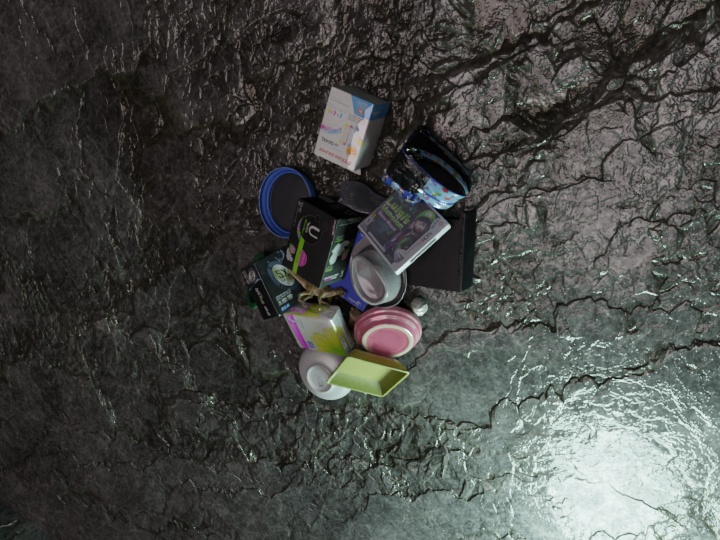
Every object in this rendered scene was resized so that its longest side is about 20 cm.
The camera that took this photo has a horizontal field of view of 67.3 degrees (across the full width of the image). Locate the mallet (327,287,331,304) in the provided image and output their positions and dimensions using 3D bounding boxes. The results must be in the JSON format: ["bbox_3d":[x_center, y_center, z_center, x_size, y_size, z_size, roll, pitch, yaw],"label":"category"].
[{"bbox_3d":[-0.082,0.064,1.641,0.065,0.041,0.204,21,111,17],"label":"mallet"}]

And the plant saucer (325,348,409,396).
[{"bbox_3d":[0.019,0.299,1.608,0.196,0.049,0.201,17,143,-15],"label":"plant saucer"}]

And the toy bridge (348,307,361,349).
[{"bbox_3d":[-0.012,0.195,1.636,0.067,0.027,0.204,40,144,50],"label":"toy bridge"}]

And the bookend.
[{"bbox_3d":[0.198,-0.060,1.440,0.196,0.092,0.204,7,102,30],"label":"bookend"}]

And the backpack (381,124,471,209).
[{"bbox_3d":[0.175,-0.235,1.349,0.198,0.184,0.135,36,127,-5],"label":"backpack"}]

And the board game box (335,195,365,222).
[{"bbox_3d":[-0.037,-0.093,1.561,0.152,0.040,0.202,-36,91,29],"label":"board game box"}]

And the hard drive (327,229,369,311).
[{"bbox_3d":[0.000,0.000,1.539,0.131,0.025,0.202,33,118,10],"label":"hard drive"}]

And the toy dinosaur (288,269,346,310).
[{"bbox_3d":[-0.143,0.054,1.558,0.196,0.103,0.058,25,161,-1],"label":"toy dinosaur"}]

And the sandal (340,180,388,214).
[{"bbox_3d":[0.034,-0.184,1.492,0.197,0.043,0.077,25,92,5],"label":"sandal"}]

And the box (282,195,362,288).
[{"bbox_3d":[-0.107,-0.082,1.489,0.147,0.123,0.204,29,114,25],"label":"box"}]

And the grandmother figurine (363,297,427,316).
[{"bbox_3d":[0.102,0.124,1.569,0.196,0.061,0.122,-19,121,25],"label":"grandmother figurine"}]

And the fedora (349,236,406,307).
[{"bbox_3d":[0.031,0.011,1.446,0.175,0.090,0.204,-25,89,33],"label":"fedora"}]

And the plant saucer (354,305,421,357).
[{"bbox_3d":[0.078,0.185,1.547,0.195,0.052,0.203,1,136,1],"label":"plant saucer"}]

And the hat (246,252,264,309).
[{"bbox_3d":[-0.256,0.055,1.715,0.173,0.166,0.204,10,113,-29],"label":"hat"}]

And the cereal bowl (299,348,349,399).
[{"bbox_3d":[-0.112,0.324,1.717,0.196,0.083,0.205,7,110,21],"label":"cereal bowl"}]

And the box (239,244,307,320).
[{"bbox_3d":[-0.226,0.023,1.588,0.085,0.199,0.167,-17,101,45],"label":"box"}]

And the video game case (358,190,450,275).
[{"bbox_3d":[0.108,-0.114,1.399,0.181,0.023,0.201,-41,52,4],"label":"video game case"}]

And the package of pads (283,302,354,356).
[{"bbox_3d":[-0.127,0.171,1.634,0.196,0.068,0.157,4,130,35],"label":"package of pads"}]

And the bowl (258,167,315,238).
[{"bbox_3d":[-0.212,-0.198,1.583,0.197,0.039,0.206,5,100,31],"label":"bowl"}]

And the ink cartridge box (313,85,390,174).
[{"bbox_3d":[-0.026,-0.360,1.415,0.127,0.125,0.204,25,116,13],"label":"ink cartridge box"}]
